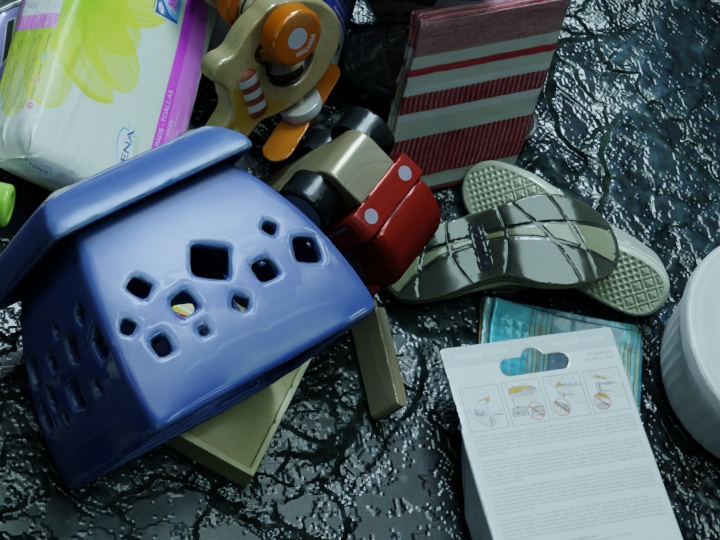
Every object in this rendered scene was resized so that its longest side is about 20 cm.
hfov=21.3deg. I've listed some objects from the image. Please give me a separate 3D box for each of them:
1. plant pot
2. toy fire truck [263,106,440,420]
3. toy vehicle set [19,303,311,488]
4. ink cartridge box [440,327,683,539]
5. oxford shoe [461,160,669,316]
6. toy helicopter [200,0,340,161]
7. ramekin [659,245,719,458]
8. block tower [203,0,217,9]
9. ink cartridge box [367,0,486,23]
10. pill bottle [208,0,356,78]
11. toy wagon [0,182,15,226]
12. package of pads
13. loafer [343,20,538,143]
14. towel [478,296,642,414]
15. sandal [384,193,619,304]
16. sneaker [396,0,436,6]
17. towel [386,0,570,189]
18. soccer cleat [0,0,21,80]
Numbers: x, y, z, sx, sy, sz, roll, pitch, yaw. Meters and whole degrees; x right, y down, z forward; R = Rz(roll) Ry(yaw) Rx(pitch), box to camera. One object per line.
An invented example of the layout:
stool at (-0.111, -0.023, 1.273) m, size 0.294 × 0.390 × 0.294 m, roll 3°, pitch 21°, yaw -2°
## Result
plant pot at (-0.142, 0.019, 1.363) m, size 0.200 × 0.200 × 0.180 m, roll -28°, pitch 84°, yaw -31°
toy fire truck at (0.000, 0.000, 1.497) m, size 0.200 × 0.176 × 0.129 m, roll 45°, pitch 62°, yaw -13°
toy vehicle set at (-0.147, 0.066, 1.483) m, size 0.199 × 0.027 × 0.125 m, roll 30°, pitch 58°, yaw -4°
ink cartridge box at (0.154, 0.153, 1.521) m, size 0.162 × 0.057 × 0.201 m, roll -6°, pitch 61°, yaw -22°
oxford shoe at (0.175, -0.027, 1.634) m, size 0.199 × 0.075 × 0.058 m, roll 31°, pitch 19°, yaw 6°
toy helicopter at (-0.085, -0.126, 1.486) m, size 0.079 × 0.132 × 0.200 m, roll 40°, pitch 98°, yaw 37°
ramekin at (0.345, 0.079, 1.616) m, size 0.201 × 0.094 × 0.203 m, roll 8°, pitch 61°, yaw -16°
block tower at (-0.124, -0.270, 1.559) m, size 0.058 × 0.054 × 0.200 m, roll 34°, pitch 15°, yaw -27°
ink cartridge box at (0.064, -0.253, 1.611) m, size 0.115 × 0.200 × 0.068 m, roll 0°, pitch 64°, yaw 21°
pill bottle at (-0.057, -0.253, 1.624) m, size 0.119 × 0.120 × 0.201 m, roll 21°, pitch 59°, yaw -9°
toy wagon at (-0.335, -0.053, 1.416) m, size 0.154 × 0.040 × 0.201 m, roll 12°, pitch 87°, yaw -1°
package of pads at (-0.201, -0.152, 1.487) m, size 0.154 × 0.068 × 0.201 m, roll 26°, pitch 70°, yaw -44°
loafer at (0.081, -0.155, 1.626) m, size 0.199 × 0.072 × 0.073 m, roll 19°, pitch 69°, yaw -34°
towel at (0.163, 0.123, 1.571) m, size 0.146 × 0.022 × 0.201 m, roll 12°, pitch 61°, yaw -13°
sandal at (0.114, -0.015, 1.591) m, size 0.200 × 0.057 × 0.080 m, roll -6°, pitch 78°, yaw 1°
sneaker at (0.020, -0.234, 1.499) m, size 0.199 × 0.084 × 0.077 m, roll 1°, pitch 64°, yaw 25°
towel at (0.088, -0.145, 1.579) m, size 0.143 × 0.200 × 0.023 m, roll -13°, pitch 52°, yaw -24°
soccer cleat at (-0.308, -0.148, 1.512) m, size 0.200 × 0.068 × 0.073 m, roll -40°, pitch 82°, yaw -27°
